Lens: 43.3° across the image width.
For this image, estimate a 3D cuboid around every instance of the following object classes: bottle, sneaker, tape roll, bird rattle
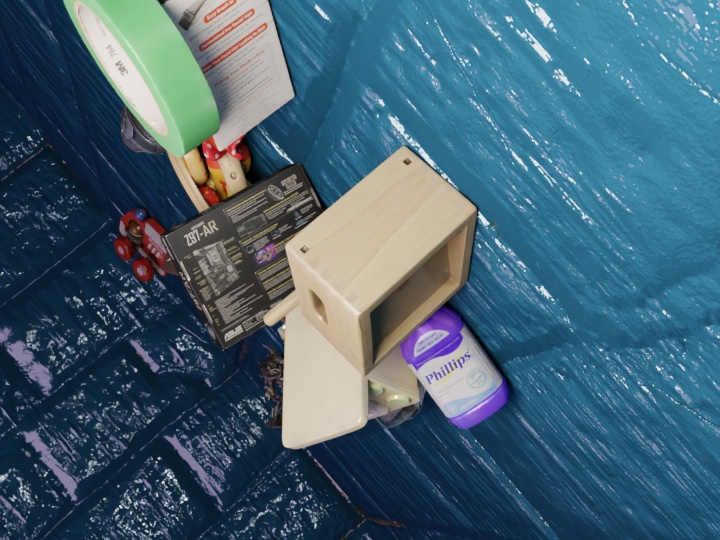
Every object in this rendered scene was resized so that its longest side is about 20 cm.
[{"bbox_3d":[0.090,0.087,1.054,0.201,0.083,0.065,54,-170,-12],"label":"bottle"},{"bbox_3d":[-0.297,-0.256,1.218,0.146,0.076,0.204,-44,63,61],"label":"sneaker"},{"bbox_3d":[-0.215,-0.207,0.885,0.201,0.048,0.201,47,165,17],"label":"tape roll"},{"bbox_3d":[-0.188,-0.149,1.255,0.201,0.112,0.163,63,176,-29],"label":"bird rattle"}]

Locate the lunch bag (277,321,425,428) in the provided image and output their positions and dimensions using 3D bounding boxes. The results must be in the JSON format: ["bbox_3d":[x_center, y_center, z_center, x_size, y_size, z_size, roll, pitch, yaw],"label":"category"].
[{"bbox_3d":[0.002,0.123,1.286,0.169,0.127,0.200,38,171,31],"label":"lunch bag"}]

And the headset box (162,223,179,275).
[{"bbox_3d":[-0.166,-0.005,1.342,0.198,0.078,0.148,13,-179,27],"label":"headset box"}]

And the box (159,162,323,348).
[{"bbox_3d":[-0.131,-0.021,1.153,0.161,0.199,0.043,63,160,-14],"label":"box"}]

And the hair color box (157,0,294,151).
[{"bbox_3d":[-0.144,-0.232,0.921,0.064,0.111,0.201,42,161,29],"label":"hair color box"}]

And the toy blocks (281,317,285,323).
[{"bbox_3d":[-0.087,0.084,1.534,0.137,0.100,0.200,44,168,-25],"label":"toy blocks"}]

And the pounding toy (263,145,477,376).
[{"bbox_3d":[0.000,0.000,0.920,0.142,0.184,0.201,43,163,21],"label":"pounding toy"}]

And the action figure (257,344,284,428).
[{"bbox_3d":[-0.190,0.276,2.185,0.119,0.101,0.203,17,-113,-69],"label":"action figure"}]

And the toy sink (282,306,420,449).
[{"bbox_3d":[-0.009,0.117,1.092,0.130,0.202,0.112,-25,143,36],"label":"toy sink"}]

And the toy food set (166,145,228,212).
[{"bbox_3d":[-0.235,-0.147,1.368,0.201,0.048,0.198,61,-177,-21],"label":"toy food set"}]

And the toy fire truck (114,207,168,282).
[{"bbox_3d":[-0.561,-0.082,2.402,0.200,0.112,0.168,45,139,13],"label":"toy fire truck"}]
